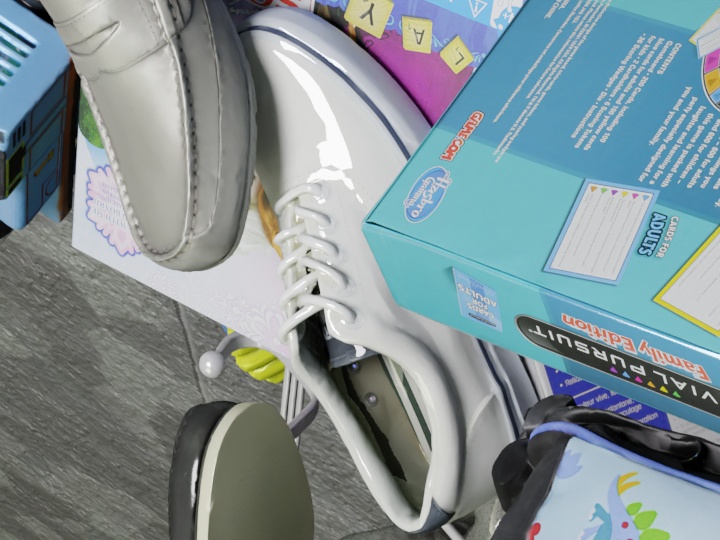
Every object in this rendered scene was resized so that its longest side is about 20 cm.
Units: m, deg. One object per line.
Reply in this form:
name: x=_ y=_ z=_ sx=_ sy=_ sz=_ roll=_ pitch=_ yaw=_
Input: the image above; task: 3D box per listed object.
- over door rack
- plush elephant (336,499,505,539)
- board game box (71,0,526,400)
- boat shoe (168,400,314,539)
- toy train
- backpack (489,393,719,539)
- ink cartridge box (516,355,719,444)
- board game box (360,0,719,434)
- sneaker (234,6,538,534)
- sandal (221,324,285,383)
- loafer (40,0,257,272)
over door rack: x=-0.001 y=0.134 z=0.856 sx=0.200 sy=0.066 sz=0.148 roll=35 pitch=137 yaw=33
plush elephant: x=0.050 y=0.066 z=0.917 sx=0.199 sy=0.166 sz=0.155 roll=-1 pitch=158 yaw=14
board game box: x=-0.022 y=-0.060 z=0.818 sx=0.199 sy=0.041 sz=0.201 roll=25 pitch=127 yaw=25
boat shoe: x=-0.055 y=0.135 z=0.808 sx=0.063 sy=0.074 sz=0.202 roll=17 pitch=126 yaw=30
toy train: x=-0.167 y=-0.079 z=1.000 sx=0.086 sy=0.114 sz=0.200 roll=35 pitch=156 yaw=5
backpack: x=0.135 y=0.149 z=0.631 sx=0.199 sy=0.148 sz=0.183 roll=15 pitch=164 yaw=36
ink cartridge box: x=0.112 y=0.046 z=0.793 sx=0.037 sy=0.094 sz=0.201 roll=-142 pitch=33 yaw=-70
board game box: x=0.124 y=-0.026 z=0.641 sx=0.199 sy=0.151 sz=0.047 roll=22 pitch=154 yaw=32
sneaker: x=0.000 y=0.000 z=0.755 sx=0.073 sy=0.071 sz=0.201 roll=-28 pitch=93 yaw=42
sandal: x=-0.057 y=-0.017 z=1.036 sx=0.200 sy=0.079 sz=0.087 roll=55 pitch=-172 yaw=-51
loafer: x=-0.087 y=-0.097 z=0.744 sx=0.070 sy=0.070 sz=0.201 roll=-19 pitch=82 yaw=45
